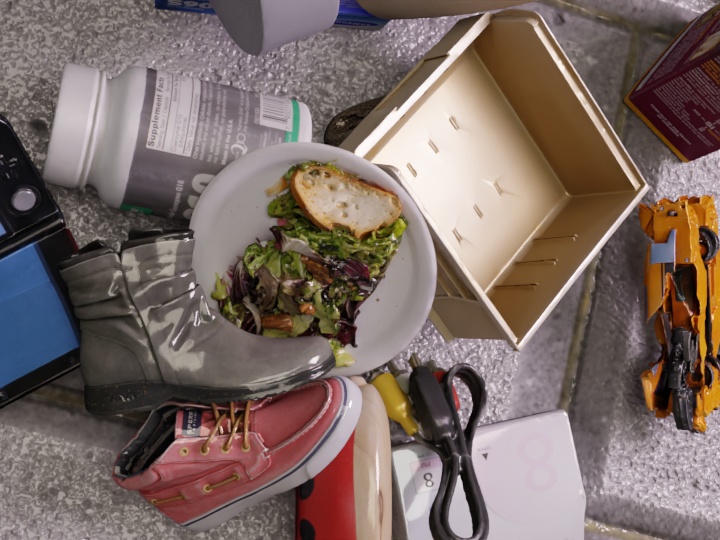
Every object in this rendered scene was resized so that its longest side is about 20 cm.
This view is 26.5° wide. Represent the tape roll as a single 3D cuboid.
[{"bbox_3d":[-0.087,-0.269,1.162,0.066,0.200,0.202,-23,89,-14],"label":"tape roll"}]

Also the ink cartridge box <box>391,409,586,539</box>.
[{"bbox_3d":[0.114,0.231,1.277,0.161,0.057,0.202,-11,81,-15],"label":"ink cartridge box"}]

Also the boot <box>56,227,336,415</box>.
[{"bbox_3d":[-0.121,0.031,1.131,0.198,0.068,0.132,-7,98,-2],"label":"boot"}]

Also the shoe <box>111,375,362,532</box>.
[{"bbox_3d":[-0.097,0.129,1.165,0.091,0.199,0.072,35,33,-35],"label":"shoe"}]

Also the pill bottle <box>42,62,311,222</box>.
[{"bbox_3d":[-0.146,-0.098,1.217,0.198,0.113,0.114,11,81,-12],"label":"pill bottle"}]

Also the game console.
[{"bbox_3d":[-0.311,0.011,1.139,0.199,0.119,0.173,-28,134,-6],"label":"game console"}]

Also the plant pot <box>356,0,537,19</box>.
[{"bbox_3d":[0.108,-0.284,1.208,0.187,0.199,0.189,-21,117,-48],"label":"plant pot"}]

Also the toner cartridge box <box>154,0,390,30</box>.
[{"bbox_3d":[-0.072,-0.262,1.291,0.198,0.043,0.096,4,84,-13],"label":"toner cartridge box"}]

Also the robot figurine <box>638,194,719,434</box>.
[{"bbox_3d":[0.277,0.038,1.308,0.058,0.145,0.203,1,95,27],"label":"robot figurine"}]

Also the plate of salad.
[{"bbox_3d":[-0.040,0.000,1.172,0.198,0.048,0.202,5,117,9],"label":"plate of salad"}]

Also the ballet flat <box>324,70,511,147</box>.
[{"bbox_3d":[0.063,-0.139,1.308,0.198,0.046,0.068,-18,89,-15],"label":"ballet flat"}]

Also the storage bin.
[{"bbox_3d":[0.104,-0.077,1.242,0.200,0.093,0.199,-48,114,-26],"label":"storage bin"}]

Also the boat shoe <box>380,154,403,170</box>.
[{"bbox_3d":[0.000,0.000,1.265,0.065,0.072,0.202,26,79,-14],"label":"boat shoe"}]

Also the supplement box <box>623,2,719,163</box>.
[{"bbox_3d":[0.323,-0.175,1.298,0.086,0.200,0.111,43,75,-6],"label":"supplement box"}]

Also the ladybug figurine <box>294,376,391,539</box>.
[{"bbox_3d":[-0.015,0.185,1.206,0.071,0.136,0.203,1,84,-5],"label":"ladybug figurine"}]

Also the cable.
[{"bbox_3d":[0.070,0.146,1.235,0.096,0.050,0.201,1,53,-27],"label":"cable"}]
